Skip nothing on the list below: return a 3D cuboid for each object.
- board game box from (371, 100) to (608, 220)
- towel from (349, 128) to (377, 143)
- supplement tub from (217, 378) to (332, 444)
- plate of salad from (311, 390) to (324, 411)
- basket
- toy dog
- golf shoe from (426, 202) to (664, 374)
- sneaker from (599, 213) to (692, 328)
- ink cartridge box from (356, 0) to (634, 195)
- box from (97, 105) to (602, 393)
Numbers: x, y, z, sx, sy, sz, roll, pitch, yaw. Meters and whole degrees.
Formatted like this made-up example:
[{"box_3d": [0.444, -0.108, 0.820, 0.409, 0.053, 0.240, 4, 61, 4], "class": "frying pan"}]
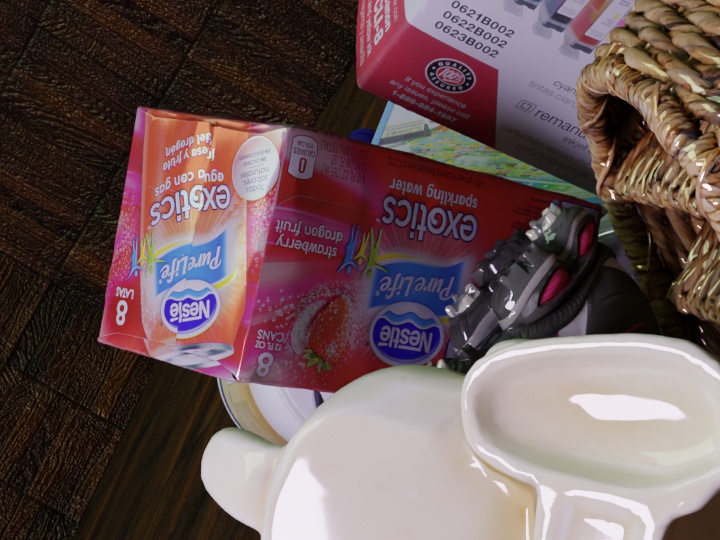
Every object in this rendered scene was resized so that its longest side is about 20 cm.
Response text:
[{"box_3d": [0.098, -0.055, 0.944, 0.199, 0.034, 0.135, -6, 36, 22], "class": "board game box"}, {"box_3d": [0.042, -0.004, 1.158, 0.200, 0.147, 0.050, -75, 9, -60], "class": "towel"}, {"box_3d": [-0.015, 0.059, 1.275, 0.145, 0.144, 0.200, -61, 9, -12], "class": "supplement tub"}, {"box_3d": [-0.002, 0.150, 0.820, 0.048, 0.201, 0.200, -17, 11, 0], "class": "plate of salad"}, {"box_3d": [0.135, -0.023, 0.675, 0.149, 0.142, 0.200, -58, 8, 4], "class": "basket"}, {"box_3d": [0.063, 0.095, 0.591, 0.200, 0.193, 0.140, 13, -100, -62], "class": "toy dog"}, {"box_3d": [0.049, 0.064, 0.704, 0.200, 0.088, 0.077, -48, 8, -28], "class": "golf shoe"}, {"box_3d": [0.086, 0.030, 0.869, 0.200, 0.075, 0.082, -31, 26, 33], "class": "sneaker"}, {"box_3d": [0.110, -0.161, 0.817, 0.200, 0.145, 0.145, -49, 27, 42], "class": "ink cartridge box"}, {"box_3d": [0.000, 0.000, 0.787, 0.095, 0.199, 0.100, 11, 90, 44], "class": "box"}]
